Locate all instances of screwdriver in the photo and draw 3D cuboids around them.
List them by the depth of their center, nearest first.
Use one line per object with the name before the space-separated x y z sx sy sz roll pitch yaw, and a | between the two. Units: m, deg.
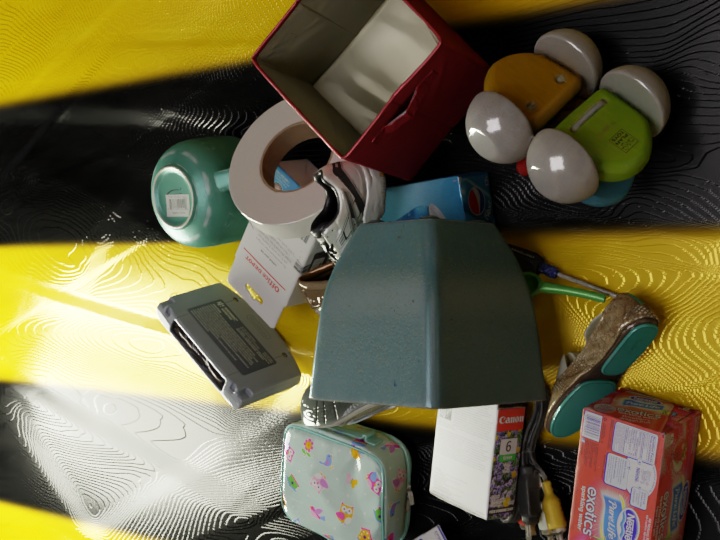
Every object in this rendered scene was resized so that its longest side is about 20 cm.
screwdriver | 0.237 0.010 1.295 0.199 0.029 0.028 25 115 35

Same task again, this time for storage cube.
storage cube | 0.020 -0.232 1.302 0.171 0.179 0.200 -48 66 16

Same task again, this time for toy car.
toy car | 0.217 -0.142 1.211 0.199 0.175 0.151 36 155 29

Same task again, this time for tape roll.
tape roll | -0.074 -0.136 1.449 0.201 0.037 0.205 -13 57 20

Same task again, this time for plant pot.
plant pot | 0.076 0.044 1.269 0.195 0.195 0.202 -2 86 46

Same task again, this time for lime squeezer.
lime squeezer | 0.185 0.034 1.318 0.199 0.038 0.071 -21 102 45

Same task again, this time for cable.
cable | 0.206 0.232 1.376 0.097 0.050 0.202 -7 82 58

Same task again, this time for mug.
mug | -0.215 -0.120 1.599 0.152 0.114 0.186 49 127 22

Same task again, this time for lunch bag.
lunch bag | -0.017 0.281 1.540 0.199 0.077 0.162 13 106 38

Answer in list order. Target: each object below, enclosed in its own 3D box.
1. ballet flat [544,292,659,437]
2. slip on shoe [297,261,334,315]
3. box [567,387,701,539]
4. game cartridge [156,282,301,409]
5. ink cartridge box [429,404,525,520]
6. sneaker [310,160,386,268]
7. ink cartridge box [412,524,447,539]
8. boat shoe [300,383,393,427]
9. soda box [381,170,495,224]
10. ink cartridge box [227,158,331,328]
ballet flat | 0.262 0.103 1.278 0.201 0.070 0.066 -57 38 33
slip on shoe | 0.000 0.000 1.446 0.199 0.076 0.061 -24 115 44
box | 0.297 0.243 1.247 0.099 0.095 0.202 15 109 38
game cartridge | -0.179 0.102 1.603 0.200 0.133 0.042 46 125 25
ink cartridge box | 0.144 0.186 1.379 0.109 0.050 0.202 14 100 53
sneaker | -0.020 -0.031 1.354 0.076 0.087 0.202 -167 74 -65
ink cartridge box | 0.073 0.414 1.519 0.200 0.037 0.095 -43 70 40
boat shoe | 0.003 0.163 1.494 0.201 0.065 0.075 -27 53 34
soda box | 0.064 -0.073 1.402 0.199 0.064 0.069 -6 95 42
ink cartridge box | -0.095 -0.035 1.545 0.116 0.066 0.201 44 124 27
